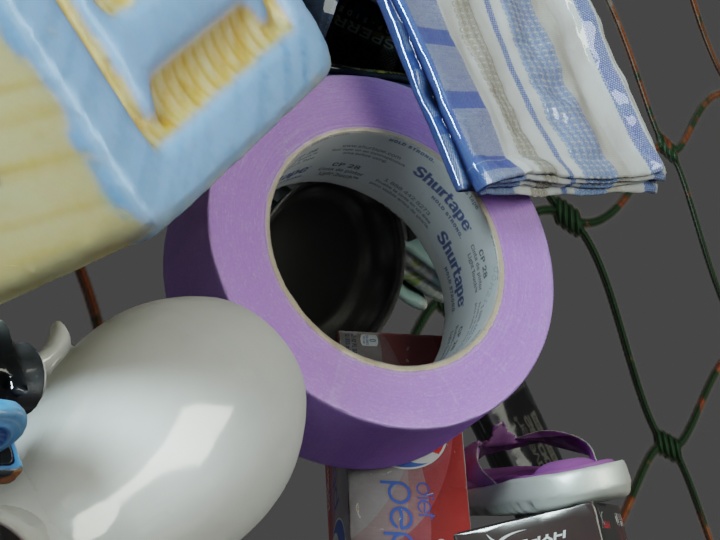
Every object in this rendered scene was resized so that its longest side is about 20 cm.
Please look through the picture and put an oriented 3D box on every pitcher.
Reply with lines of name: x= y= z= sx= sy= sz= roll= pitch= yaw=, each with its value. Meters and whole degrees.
pitcher: x=-0.130 y=0.079 z=1.070 sx=0.172 sy=0.121 sz=0.200 roll=48 pitch=47 yaw=-1

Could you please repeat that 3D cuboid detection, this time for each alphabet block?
alphabet block: x=-0.168 y=-0.102 z=1.034 sx=0.197 sy=0.200 sz=0.195 roll=59 pitch=34 yaw=-11

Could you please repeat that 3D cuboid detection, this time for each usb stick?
usb stick: x=0.108 y=0.131 z=1.422 sx=0.055 sy=0.033 sz=0.200 roll=-30 pitch=96 yaw=-49

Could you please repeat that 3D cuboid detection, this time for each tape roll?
tape roll: x=0.000 y=0.000 z=1.209 sx=0.200 sy=0.066 sz=0.200 roll=11 pitch=62 yaw=-22

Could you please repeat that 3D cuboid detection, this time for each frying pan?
frying pan: x=0.001 y=-0.027 z=1.301 sx=0.190 sy=0.031 sz=0.115 roll=-49 pitch=129 yaw=-22

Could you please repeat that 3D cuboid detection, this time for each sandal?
sandal: x=0.092 y=0.107 z=1.270 sx=0.082 sy=0.203 sz=0.050 roll=-7 pitch=87 yaw=-24

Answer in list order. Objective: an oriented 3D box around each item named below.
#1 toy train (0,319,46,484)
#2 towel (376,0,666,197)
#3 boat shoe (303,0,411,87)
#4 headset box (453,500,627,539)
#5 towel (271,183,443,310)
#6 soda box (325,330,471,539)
toy train: x=-0.225 y=0.057 z=0.916 sx=0.200 sy=0.114 sz=0.087 roll=1 pitch=57 yaw=-42
towel: x=0.090 y=-0.107 z=1.266 sx=0.200 sy=0.024 sz=0.147 roll=-5 pitch=68 yaw=-53
boat shoe: x=-0.030 y=-0.146 z=1.218 sx=0.200 sy=0.069 sz=0.084 roll=9 pitch=105 yaw=-33
headset box: x=0.114 y=0.223 z=1.167 sx=0.149 sy=0.075 sz=0.200 roll=32 pitch=44 yaw=-76
towel: x=-0.005 y=-0.086 z=1.383 sx=0.200 sy=0.048 sz=0.171 roll=36 pitch=42 yaw=-37
soda box: x=0.020 y=0.131 z=1.232 sx=0.070 sy=0.063 sz=0.200 roll=4 pitch=53 yaw=-10
